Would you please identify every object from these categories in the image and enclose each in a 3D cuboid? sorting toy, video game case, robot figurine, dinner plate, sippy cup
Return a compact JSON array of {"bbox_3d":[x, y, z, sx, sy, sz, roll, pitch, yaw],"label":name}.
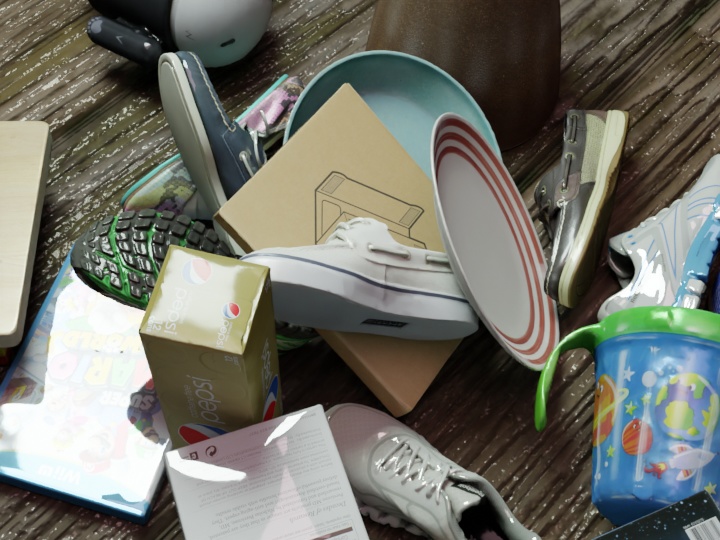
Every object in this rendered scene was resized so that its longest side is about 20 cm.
[{"bbox_3d":[-0.346,-0.017,0.865,0.196,0.070,0.201,-1,56,-2],"label":"sorting toy"},{"bbox_3d":[-0.190,0.077,0.838,0.141,0.018,0.202,14,57,7],"label":"video game case"},{"bbox_3d":[-0.171,-0.265,1.008,0.198,0.152,0.124,30,18,18],"label":"robot figurine"},{"bbox_3d":[0.095,-0.020,0.825,0.024,0.200,0.203,-21,52,24],"label":"dinner plate"},{"bbox_3d":[0.218,0.113,0.770,0.176,0.139,0.132,-4,60,39],"label":"sippy cup"}]

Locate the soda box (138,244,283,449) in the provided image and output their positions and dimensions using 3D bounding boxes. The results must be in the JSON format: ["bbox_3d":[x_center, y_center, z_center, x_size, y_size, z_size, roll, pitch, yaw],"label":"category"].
[{"bbox_3d":[-0.093,0.070,0.736,0.067,0.201,0.065,11,58,6],"label":"soda box"}]

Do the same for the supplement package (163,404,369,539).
[{"bbox_3d":[-0.043,0.210,0.697,0.108,0.114,0.202,-16,59,-11],"label":"supplement package"}]

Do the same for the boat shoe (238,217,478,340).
[{"bbox_3d":[0.000,0.000,0.764,0.197,0.071,0.071,10,67,-32],"label":"boat shoe"}]

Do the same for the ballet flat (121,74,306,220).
[{"bbox_3d":[-0.105,-0.088,0.930,0.199,0.069,0.071,-41,85,-25],"label":"ballet flat"}]

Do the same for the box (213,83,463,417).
[{"bbox_3d":[0.008,-0.018,0.831,0.200,0.021,0.164,48,55,-10],"label":"box"}]

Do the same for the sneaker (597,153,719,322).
[{"bbox_3d":[0.247,-0.025,0.892,0.086,0.075,0.201,20,57,18],"label":"sneaker"}]

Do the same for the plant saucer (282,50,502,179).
[{"bbox_3d":[0.024,-0.074,0.896,0.197,0.036,0.204,4,79,-24],"label":"plant saucer"}]

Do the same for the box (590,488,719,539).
[{"bbox_3d":[0.123,0.214,0.686,0.197,0.137,0.038,-19,58,-15],"label":"box"}]

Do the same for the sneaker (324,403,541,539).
[{"bbox_3d":[0.049,0.152,0.761,0.199,0.082,0.075,37,64,22],"label":"sneaker"}]

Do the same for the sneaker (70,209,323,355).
[{"bbox_3d":[-0.117,0.023,0.800,0.198,0.085,0.079,21,47,-29],"label":"sneaker"}]

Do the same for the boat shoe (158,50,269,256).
[{"bbox_3d":[-0.096,-0.078,0.858,0.061,0.075,0.203,-26,102,-17],"label":"boat shoe"}]

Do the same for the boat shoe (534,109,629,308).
[{"bbox_3d":[0.174,-0.055,0.915,0.064,0.074,0.202,12,51,17],"label":"boat shoe"}]

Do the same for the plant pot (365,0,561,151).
[{"bbox_3d":[0.096,-0.235,0.948,0.183,0.201,0.189,1,56,-2],"label":"plant pot"}]

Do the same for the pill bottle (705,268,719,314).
[{"bbox_3d":[0.330,-0.012,0.806,0.110,0.201,0.113,1,55,-1],"label":"pill bottle"}]
